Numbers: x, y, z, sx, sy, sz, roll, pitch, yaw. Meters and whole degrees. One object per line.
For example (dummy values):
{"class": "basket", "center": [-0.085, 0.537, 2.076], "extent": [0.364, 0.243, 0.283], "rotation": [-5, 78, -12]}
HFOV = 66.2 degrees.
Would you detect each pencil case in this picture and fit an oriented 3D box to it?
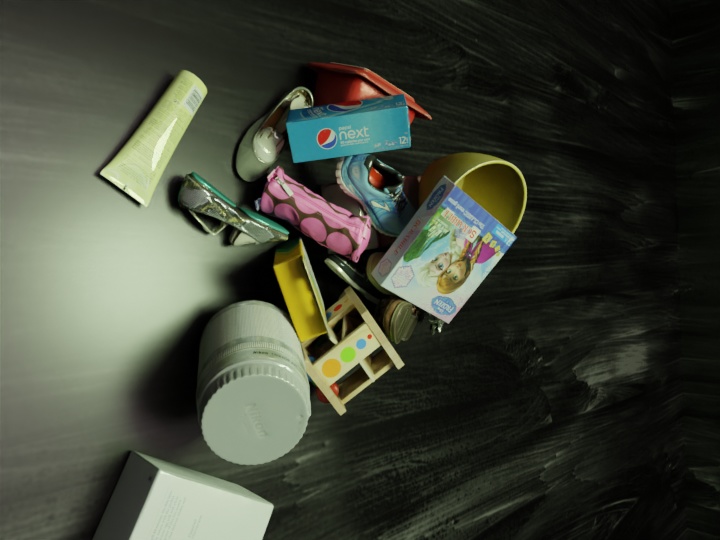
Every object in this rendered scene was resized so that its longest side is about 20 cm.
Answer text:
{"class": "pencil case", "center": [-0.073, -0.094, 0.921], "extent": [0.196, 0.094, 0.092], "rotation": [27, 60, -1]}

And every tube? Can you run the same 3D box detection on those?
{"class": "tube", "center": [-0.297, -0.201, 0.812], "extent": [0.057, 0.052, 0.204], "rotation": [22, 72, 5]}

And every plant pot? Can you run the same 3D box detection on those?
{"class": "plant pot", "center": [0.184, -0.134, 1.015], "extent": [0.195, 0.143, 0.205], "rotation": [-15, 128, -19]}

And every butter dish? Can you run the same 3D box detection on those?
{"class": "butter dish", "center": [-0.006, -0.276, 1.011], "extent": [0.196, 0.199, 0.151], "rotation": [17, 101, -40]}

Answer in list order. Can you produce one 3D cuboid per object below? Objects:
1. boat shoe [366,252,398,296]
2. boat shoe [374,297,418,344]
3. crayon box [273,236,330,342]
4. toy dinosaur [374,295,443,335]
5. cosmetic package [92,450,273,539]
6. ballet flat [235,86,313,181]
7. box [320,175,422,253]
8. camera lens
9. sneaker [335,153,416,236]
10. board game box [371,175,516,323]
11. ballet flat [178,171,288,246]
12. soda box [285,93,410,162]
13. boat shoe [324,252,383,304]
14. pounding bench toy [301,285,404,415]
{"class": "boat shoe", "center": [0.093, 0.019, 1.022], "extent": [0.197, 0.062, 0.076], "rotation": [24, 74, -38]}
{"class": "boat shoe", "center": [0.055, 0.087, 0.997], "extent": [0.073, 0.067, 0.200], "rotation": [-61, 165, -8]}
{"class": "crayon box", "center": [-0.096, 0.028, 0.890], "extent": [0.050, 0.200, 0.129], "rotation": [-19, 104, -3]}
{"class": "toy dinosaur", "center": [0.122, 0.051, 1.128], "extent": [0.137, 0.197, 0.103], "rotation": [52, 14, -20]}
{"class": "cosmetic package", "center": [-0.260, 0.391, 0.770], "extent": [0.199, 0.121, 0.204], "rotation": [36, 66, -37]}
{"class": "ballet flat", "center": [-0.144, -0.239, 0.937], "extent": [0.067, 0.063, 0.203], "rotation": [43, 62, -26]}
{"class": "box", "center": [0.034, -0.110, 1.066], "extent": [0.196, 0.107, 0.132], "rotation": [-11, 96, -42]}
{"class": "camera lens", "center": [-0.157, 0.153, 0.803], "extent": [0.155, 0.201, 0.165], "rotation": [-5, 116, -11]}
{"class": "sneaker", "center": [0.045, -0.125, 0.944], "extent": [0.199, 0.088, 0.080], "rotation": [37, 64, -37]}
{"class": "board game box", "center": [0.147, -0.026, 0.945], "extent": [0.198, 0.041, 0.201], "rotation": [27, 106, -39]}
{"class": "ballet flat", "center": [-0.206, -0.080, 0.885], "extent": [0.198, 0.071, 0.074], "rotation": [31, 69, -37]}
{"class": "soda box", "center": [-0.019, -0.231, 0.896], "extent": [0.065, 0.193, 0.069], "rotation": [-94, 176, -55]}
{"class": "boat shoe", "center": [0.002, 0.001, 1.019], "extent": [0.067, 0.074, 0.199], "rotation": [-52, 143, -1]}
{"class": "pounding bench toy", "center": [-0.042, 0.129, 0.988], "extent": [0.154, 0.200, 0.126], "rotation": [-36, 113, -2]}
